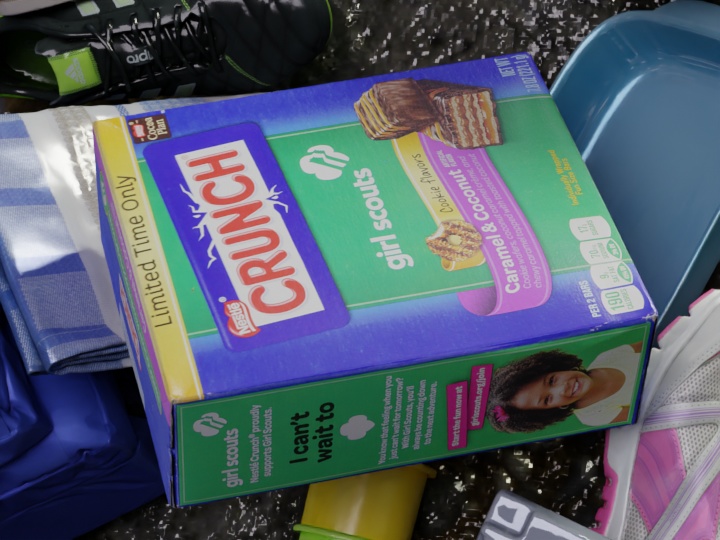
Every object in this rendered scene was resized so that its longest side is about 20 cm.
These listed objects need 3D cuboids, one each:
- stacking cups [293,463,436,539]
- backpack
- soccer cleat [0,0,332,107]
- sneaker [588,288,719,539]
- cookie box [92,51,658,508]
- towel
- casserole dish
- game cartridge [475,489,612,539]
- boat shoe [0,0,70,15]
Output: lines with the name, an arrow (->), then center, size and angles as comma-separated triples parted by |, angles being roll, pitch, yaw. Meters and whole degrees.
stacking cups -> -0.020, 0.178, 1.041 | 0.060, 0.061, 0.200 | 12, 79, 24
backpack -> -0.192, 0.025, 1.096 | 0.162, 0.168, 0.200 | -23, 67, 7
soccer cleat -> -0.109, -0.108, 1.137 | 0.200, 0.081, 0.068 | -3, 111, 28
sneaker -> 0.147, 0.104, 0.994 | 0.088, 0.081, 0.200 | 20, 89, 21
cookie box -> 0.000, 0.000, 0.970 | 0.200, 0.075, 0.171 | -10, 47, -11
towel -> -0.084, -0.022, 1.069 | 0.024, 0.200, 0.147 | -53, 53, 45
casserole dish -> 0.119, -0.028, 1.045 | 0.121, 0.039, 0.200 | 24, 84, 43
game cartridge -> 0.076, 0.207, 0.945 | 0.133, 0.040, 0.200 | 26, 95, 14
boat shoe -> -0.096, -0.181, 1.142 | 0.200, 0.067, 0.057 | -19, 110, -5
